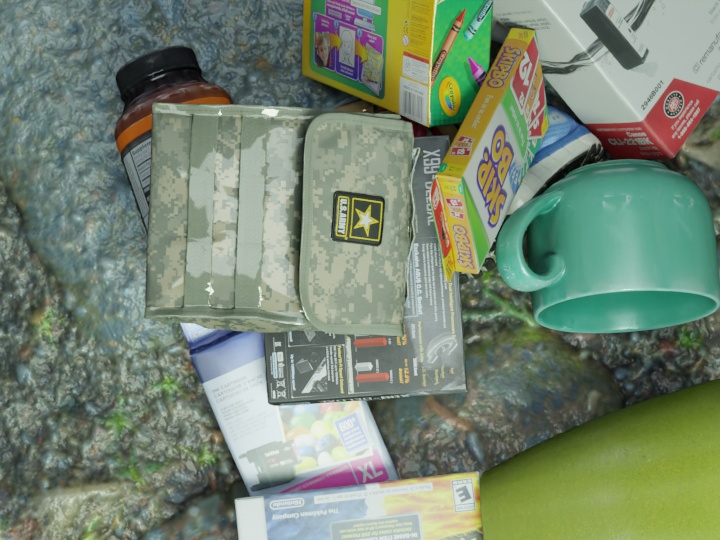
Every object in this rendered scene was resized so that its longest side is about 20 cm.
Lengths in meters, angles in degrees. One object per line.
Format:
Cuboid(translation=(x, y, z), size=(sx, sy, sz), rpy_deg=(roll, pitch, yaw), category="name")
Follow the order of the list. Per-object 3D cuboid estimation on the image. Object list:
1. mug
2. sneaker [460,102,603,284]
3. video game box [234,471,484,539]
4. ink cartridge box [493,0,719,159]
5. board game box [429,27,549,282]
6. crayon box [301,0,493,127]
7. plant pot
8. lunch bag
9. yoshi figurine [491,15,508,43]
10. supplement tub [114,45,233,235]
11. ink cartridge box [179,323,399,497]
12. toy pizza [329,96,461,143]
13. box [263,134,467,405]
Cuboid(translation=(0.203, -0.025, 1.515), size=(0.151, 0.185, 0.116), rpy_deg=(-8, 74, 22), category="mug")
Cuboid(translation=(0.103, -0.064, 1.589), size=(0.199, 0.079, 0.089), rpy_deg=(-37, 61, -3), category="sneaker")
Cuboid(translation=(0.006, 0.260, 1.496), size=(0.198, 0.047, 0.184), rpy_deg=(-7, 81, -2), category="video game box")
Cuboid(translation=(0.210, -0.210, 1.545), size=(0.200, 0.084, 0.145), rpy_deg=(45, 71, -24), category="ink cartridge box")
Cuboid(translation=(0.101, -0.089, 1.469), size=(0.030, 0.096, 0.201), rpy_deg=(10, 47, 25), category="board game box")
Cuboid(translation=(0.026, -0.197, 1.533), size=(0.058, 0.200, 0.120), rpy_deg=(-9, 112, -31), category="crayon box")
Cuboid(translation=(0.198, 0.192, 1.487), size=(0.198, 0.187, 0.189), rpy_deg=(-9, 78, 11), category="plant pot")
Cuboid(translation=(-0.055, -0.036, 1.416), size=(0.198, 0.118, 0.166), rpy_deg=(2, 86, 3), category="lunch bag")
Cuboid(translation=(0.129, -0.259, 1.597), size=(0.199, 0.112, 0.113), rpy_deg=(-14, 116, -29), category="yoshi figurine")
Cuboid(translation=(-0.139, -0.081, 1.575), size=(0.106, 0.107, 0.202), rpy_deg=(-19, 79, -2), category="supplement tub")
Cuboid(translation=(-0.059, 0.104, 1.542), size=(0.118, 0.042, 0.201), rpy_deg=(-23, 95, -3), category="ink cartridge box")
Cuboid(translation=(0.007, -0.057, 1.562), size=(0.199, 0.032, 0.202), rpy_deg=(-9, 71, 26), category="toy pizza")
Cuboid(translation=(0.000, 0.000, 1.489), size=(0.156, 0.050, 0.202), rpy_deg=(-5, 84, 4), category="box")
